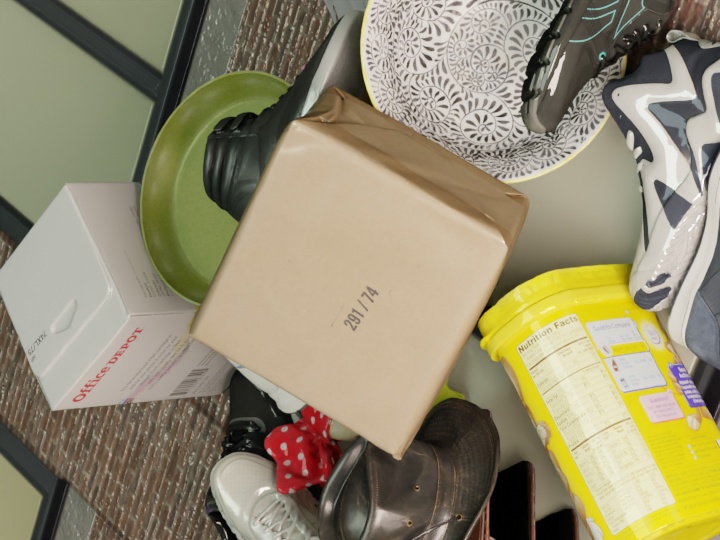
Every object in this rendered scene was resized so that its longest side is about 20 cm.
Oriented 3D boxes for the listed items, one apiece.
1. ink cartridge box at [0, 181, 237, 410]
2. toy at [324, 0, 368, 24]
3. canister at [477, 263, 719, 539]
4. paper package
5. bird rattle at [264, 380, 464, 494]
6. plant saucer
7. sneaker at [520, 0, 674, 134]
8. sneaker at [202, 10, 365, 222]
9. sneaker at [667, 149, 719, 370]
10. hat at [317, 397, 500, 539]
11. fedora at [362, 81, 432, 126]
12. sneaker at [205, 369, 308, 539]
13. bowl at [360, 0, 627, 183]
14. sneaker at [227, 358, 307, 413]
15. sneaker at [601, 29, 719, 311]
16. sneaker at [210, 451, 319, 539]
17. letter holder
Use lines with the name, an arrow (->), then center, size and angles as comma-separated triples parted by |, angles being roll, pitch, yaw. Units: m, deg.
ink cartridge box -> -0.191, 0.020, 1.774 | 0.147, 0.199, 0.147 | -46, 61, 36
toy -> 0.023, -0.265, 1.636 | 0.116, 0.047, 0.200 | 69, 154, 23
canister -> 0.187, 0.103, 1.434 | 0.086, 0.148, 0.201 | -42, 65, 36
paper package -> 0.000, 0.000, 1.467 | 0.190, 0.104, 0.201 | 29, 115, 3
bird rattle -> -0.004, 0.099, 1.687 | 0.200, 0.112, 0.165 | -37, 51, 50
plant saucer -> -0.100, -0.066, 1.662 | 0.199, 0.031, 0.202 | -8, 76, 34
sneaker -> 0.181, -0.183, 1.430 | 0.201, 0.079, 0.075 | -63, 6, -7
sneaker -> -0.064, -0.124, 1.584 | 0.099, 0.071, 0.202 | 26, 97, 28
sneaker -> 0.295, -0.003, 1.356 | 0.146, 0.076, 0.204 | 45, 132, 47
hat -> 0.017, 0.178, 1.527 | 0.201, 0.081, 0.202 | -46, 28, 32
fedora -> 0.018, -0.096, 1.640 | 0.200, 0.081, 0.203 | -1, 88, 53
sneaker -> -0.097, 0.184, 1.766 | 0.075, 0.087, 0.202 | -18, 79, 44
bowl -> 0.101, -0.167, 1.522 | 0.199, 0.094, 0.203 | 0, 93, 2
sneaker -> -0.037, 0.035, 1.582 | 0.200, 0.087, 0.075 | -49, 20, 32
sneaker -> 0.220, -0.082, 1.441 | 0.130, 0.079, 0.201 | 42, 125, 43
sneaker -> -0.051, 0.231, 1.691 | 0.075, 0.081, 0.200 | -42, 80, -10
letter holder -> 0.073, 0.220, 1.589 | 0.200, 0.100, 0.143 | -40, 34, 39
